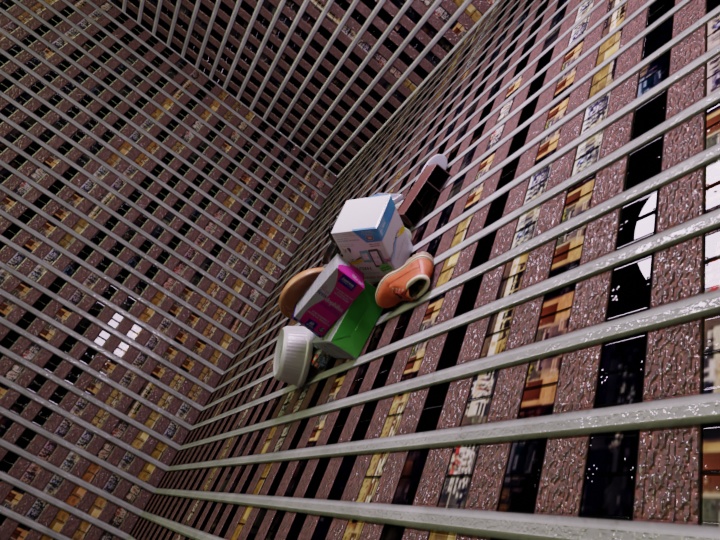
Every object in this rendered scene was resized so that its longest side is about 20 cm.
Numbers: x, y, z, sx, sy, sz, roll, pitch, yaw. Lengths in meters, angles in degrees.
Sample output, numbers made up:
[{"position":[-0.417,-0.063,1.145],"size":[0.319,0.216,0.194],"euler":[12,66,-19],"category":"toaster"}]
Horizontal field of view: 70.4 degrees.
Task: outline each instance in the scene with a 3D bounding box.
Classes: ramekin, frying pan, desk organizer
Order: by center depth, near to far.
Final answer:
[{"position":[-0.067,-0.088,1.490],"size":[0.115,0.031,0.191],"euler":[-49,-13,-40],"category":"frying pan"},{"position":[0.199,-0.239,1.623],"size":[0.201,0.071,0.077],"euler":[-57,17,-5],"category":"desk organizer"},{"position":[-0.222,0.272,1.658],"size":[0.202,0.093,0.204],"euler":[-168,90,-74],"category":"ramekin"}]

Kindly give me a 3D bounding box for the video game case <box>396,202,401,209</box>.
[{"position":[0.081,-0.203,1.762],"size":[0.198,0.023,0.182],"euler":[-12,19,-2],"category":"video game case"}]

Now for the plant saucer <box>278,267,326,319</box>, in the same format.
[{"position":[-0.152,0.063,1.504],"size":[0.200,0.199,0.038],"euler":[-50,52,19],"category":"plant saucer"}]

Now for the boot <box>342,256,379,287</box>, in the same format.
[{"position":[0.000,0.000,1.633],"size":[0.199,0.073,0.076],"euler":[19,82,48],"category":"boot"}]

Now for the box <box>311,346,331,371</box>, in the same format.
[{"position":[-0.112,0.226,1.650],"size":[0.137,0.038,0.200],"euler":[-54,14,2],"category":"box"}]

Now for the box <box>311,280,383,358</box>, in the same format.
[{"position":[-0.034,0.143,1.464],"size":[0.201,0.096,0.176],"euler":[-61,15,-20],"category":"box"}]

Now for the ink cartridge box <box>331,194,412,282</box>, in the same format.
[{"position":[0.038,-0.086,1.456],"size":[0.146,0.201,0.147],"euler":[-4,44,29],"category":"ink cartridge box"}]

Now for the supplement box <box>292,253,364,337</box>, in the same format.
[{"position":[-0.088,0.070,1.415],"size":[0.200,0.101,0.104],"euler":[-49,16,17],"category":"supplement box"}]

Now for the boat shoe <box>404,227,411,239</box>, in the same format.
[{"position":[0.069,-0.111,1.595],"size":[0.060,0.199,0.073],"euler":[1,-87,-69],"category":"boat shoe"}]

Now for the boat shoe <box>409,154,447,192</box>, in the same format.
[{"position":[0.217,-0.300,1.708],"size":[0.201,0.071,0.070],"euler":[-61,19,-2],"category":"boat shoe"}]

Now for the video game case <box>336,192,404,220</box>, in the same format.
[{"position":[0.028,-0.208,1.704],"size":[0.181,0.022,0.200],"euler":[-31,19,-14],"category":"video game case"}]

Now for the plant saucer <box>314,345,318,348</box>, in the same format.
[{"position":[-0.135,0.210,1.646],"size":[0.070,0.019,0.200],"euler":[-58,13,-8],"category":"plant saucer"}]

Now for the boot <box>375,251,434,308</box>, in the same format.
[{"position":[0.105,0.047,1.288],"size":[0.200,0.075,0.108],"euler":[-45,22,32],"category":"boot"}]
